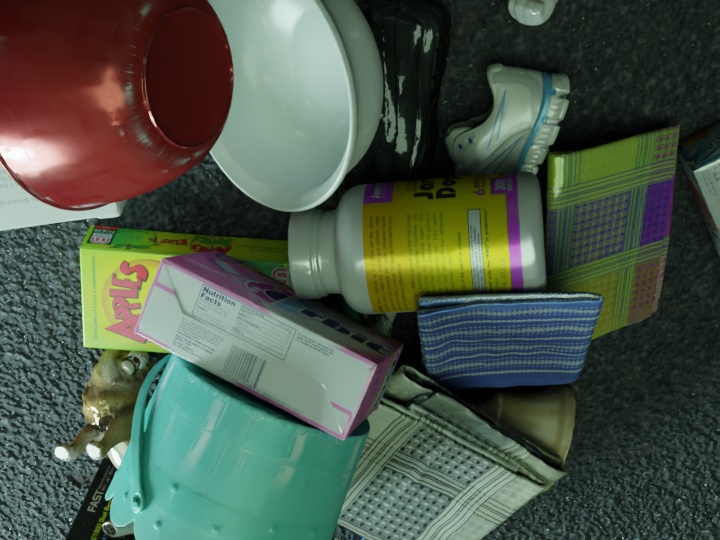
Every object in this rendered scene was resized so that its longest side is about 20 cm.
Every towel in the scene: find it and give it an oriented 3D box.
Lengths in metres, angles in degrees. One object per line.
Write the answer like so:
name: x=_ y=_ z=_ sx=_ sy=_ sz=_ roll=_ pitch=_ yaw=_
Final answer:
towel: x=0.056 y=0.192 z=0.956 sx=0.191 sy=0.035 sz=0.200 roll=32 pitch=123 yaw=-14
towel: x=0.212 y=-0.022 z=0.919 sx=0.142 sy=0.023 sz=0.202 roll=-16 pitch=123 yaw=-24
towel: x=0.119 y=0.063 z=0.867 sx=0.143 sy=0.024 sz=0.200 roll=-3 pitch=157 yaw=5

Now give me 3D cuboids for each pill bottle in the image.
pill bottle: x=0.046 y=-0.020 z=0.834 sx=0.197 sy=0.105 sz=0.105 roll=-4 pitch=118 yaw=9

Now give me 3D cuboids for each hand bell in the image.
hand bell: x=0.090 y=0.131 z=0.985 sx=0.198 sy=0.104 sz=0.105 roll=16 pitch=116 yaw=-6

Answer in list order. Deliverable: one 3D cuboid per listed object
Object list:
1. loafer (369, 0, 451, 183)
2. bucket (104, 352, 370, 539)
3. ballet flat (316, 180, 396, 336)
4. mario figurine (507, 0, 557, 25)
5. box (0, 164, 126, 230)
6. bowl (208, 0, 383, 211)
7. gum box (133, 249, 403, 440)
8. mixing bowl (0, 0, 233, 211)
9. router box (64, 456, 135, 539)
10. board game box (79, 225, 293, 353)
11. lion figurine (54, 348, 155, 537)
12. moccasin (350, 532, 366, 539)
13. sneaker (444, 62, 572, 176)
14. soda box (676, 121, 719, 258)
loafer: x=0.029 y=-0.129 z=0.874 sx=0.070 sy=0.068 sz=0.203 roll=14 pitch=122 yaw=15
bucket: x=-0.097 y=0.154 z=0.864 sx=0.205 sy=0.207 sz=0.136 roll=22 pitch=96 yaw=-12
ballet flat: x=0.000 y=0.000 z=0.936 sx=0.071 sy=0.072 sz=0.202 roll=-20 pitch=117 yaw=9
mario figurine: x=0.169 y=-0.255 z=0.780 sx=0.197 sy=0.106 sz=0.125 roll=-2 pitch=83 yaw=-8
box: x=-0.276 y=-0.144 z=0.833 sx=0.150 sy=0.107 sz=0.202 roll=-7 pitch=117 yaw=2
bowl: x=-0.048 y=-0.155 z=0.819 sx=0.200 sy=0.090 sz=0.203 roll=24 pitch=126 yaw=38
gum box: x=-0.074 y=0.052 z=0.844 sx=0.198 sy=0.113 sz=0.067 roll=26 pitch=99 yaw=10
mixing bowl: x=-0.160 y=-0.138 z=0.749 sx=0.107 sy=0.200 sz=0.202 roll=8 pitch=122 yaw=30
router box: x=-0.253 y=0.302 z=1.009 sx=0.061 sy=0.201 sz=0.151 roll=11 pitch=118 yaw=-2
board game box: x=-0.150 y=0.022 z=0.954 sx=0.197 sy=0.048 sz=0.103 roll=4 pitch=117 yaw=-3
lion figurine: x=-0.204 y=0.172 z=0.976 sx=0.072 sy=0.123 sz=0.202 roll=-14 pitch=108 yaw=27
moccasin: x=0.035 y=0.234 z=1.056 sx=0.079 sy=0.068 sz=0.202 roll=8 pitch=118 yaw=-14
sneaker: x=0.106 y=-0.083 z=0.898 sx=0.086 sy=0.075 sz=0.202 roll=17 pitch=108 yaw=-3
soda box: x=0.347 y=-0.034 z=0.923 sx=0.068 sy=0.064 sz=0.201 roll=-26 pitch=114 yaw=12
